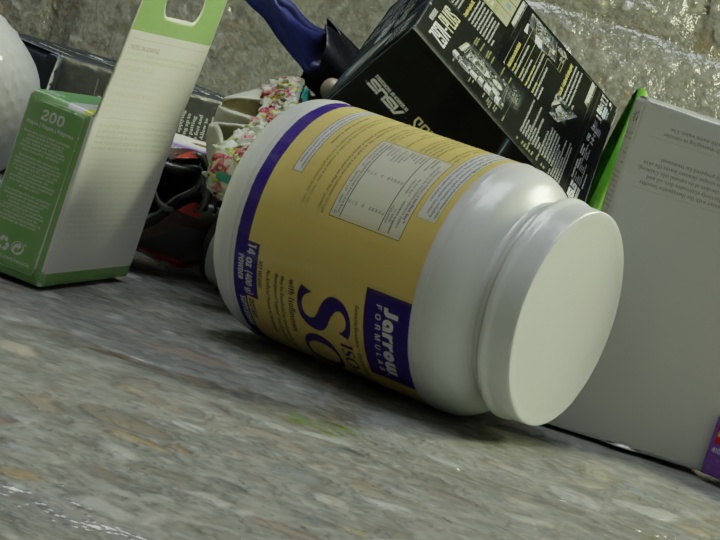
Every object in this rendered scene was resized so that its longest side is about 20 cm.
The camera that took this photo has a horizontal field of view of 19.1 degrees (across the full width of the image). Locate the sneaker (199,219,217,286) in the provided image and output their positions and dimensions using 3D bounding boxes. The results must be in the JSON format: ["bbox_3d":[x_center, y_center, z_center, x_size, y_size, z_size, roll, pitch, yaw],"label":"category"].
[{"bbox_3d":[0.000,0.000,1.419,0.199,0.084,0.120,-10,32,-43],"label":"sneaker"}]

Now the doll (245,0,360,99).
[{"bbox_3d":[-0.019,-0.141,1.467,0.200,0.048,0.137,46,10,-13],"label":"doll"}]

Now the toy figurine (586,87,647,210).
[{"bbox_3d":[0.224,0.005,1.419,0.183,0.201,0.150,26,-31,2],"label":"toy figurine"}]

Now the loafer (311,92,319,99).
[{"bbox_3d":[0.019,-0.083,1.545,0.198,0.077,0.067,14,5,-13],"label":"loafer"}]

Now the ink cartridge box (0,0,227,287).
[{"bbox_3d":[-0.143,-0.092,1.233,0.048,0.202,0.145,21,7,12],"label":"ink cartridge box"}]

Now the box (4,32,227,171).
[{"bbox_3d":[-0.206,-0.117,1.744,0.199,0.105,0.148,13,8,-35],"label":"box"}]

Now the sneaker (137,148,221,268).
[{"bbox_3d":[-0.114,-0.044,1.392,0.199,0.078,0.082,-4,-7,-44],"label":"sneaker"}]

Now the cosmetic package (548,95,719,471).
[{"bbox_3d":[0.186,0.007,1.287,0.107,0.202,0.085,19,7,2],"label":"cosmetic package"}]

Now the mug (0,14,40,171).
[{"bbox_3d":[-0.307,-0.149,1.395,0.175,0.147,0.201,25,34,-44],"label":"mug"}]

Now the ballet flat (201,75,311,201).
[{"bbox_3d":[-0.066,-0.087,1.374,0.063,0.076,0.200,15,15,-4],"label":"ballet flat"}]

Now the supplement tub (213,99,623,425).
[{"bbox_3d":[0.033,-0.004,1.210,0.199,0.147,0.145,21,7,31],"label":"supplement tub"}]

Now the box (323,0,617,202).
[{"bbox_3d":[0.078,-0.109,1.431,0.164,0.086,0.200,48,26,-10],"label":"box"}]

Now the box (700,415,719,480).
[{"bbox_3d":[0.313,0.133,1.279,0.136,0.039,0.199,23,8,40],"label":"box"}]

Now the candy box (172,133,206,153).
[{"bbox_3d":[-0.103,-0.048,1.575,0.166,0.072,0.200,16,6,-14],"label":"candy box"}]
